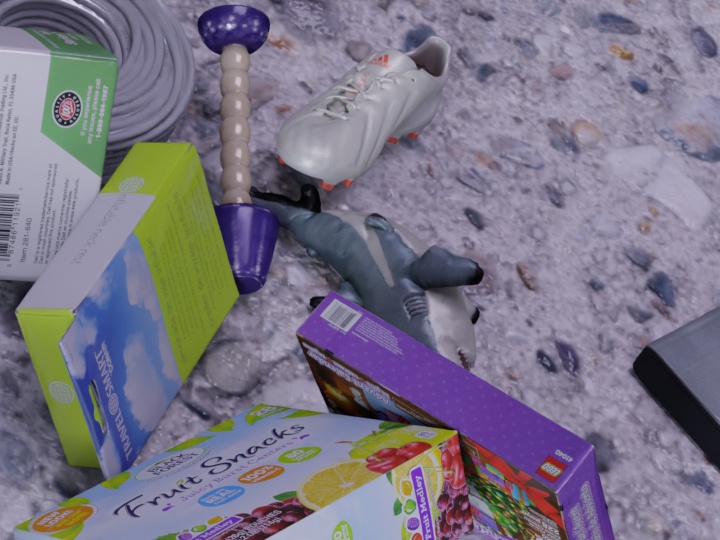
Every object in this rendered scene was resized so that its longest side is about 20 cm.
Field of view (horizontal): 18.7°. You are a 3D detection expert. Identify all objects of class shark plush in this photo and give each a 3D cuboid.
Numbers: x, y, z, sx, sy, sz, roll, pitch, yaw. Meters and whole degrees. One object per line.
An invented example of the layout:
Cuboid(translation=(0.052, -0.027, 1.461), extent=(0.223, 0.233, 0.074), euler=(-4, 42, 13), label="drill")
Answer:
Cuboid(translation=(0.000, 0.000, 1.466), extent=(0.200, 0.091, 0.083), euler=(39, 74, 2), label="shark plush")

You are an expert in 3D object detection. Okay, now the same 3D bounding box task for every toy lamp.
Cuboid(translation=(-0.083, -0.081, 1.473), extent=(0.058, 0.058, 0.201), euler=(8, 66, -22), label="toy lamp")

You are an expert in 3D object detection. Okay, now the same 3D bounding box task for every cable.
Cuboid(translation=(-0.212, -0.145, 1.479), extent=(0.200, 0.069, 0.200), euler=(42, 45, 10), label="cable")

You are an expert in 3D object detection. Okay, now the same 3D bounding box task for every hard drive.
Cuboid(translation=(0.307, 0.079, 1.579), extent=(0.200, 0.033, 0.140), euler=(-24, 65, -41), label="hard drive")

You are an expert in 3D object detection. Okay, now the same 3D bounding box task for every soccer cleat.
Cuboid(translation=(0.003, -0.117, 1.534), extent=(0.069, 0.078, 0.200), euler=(32, 29, 15), label="soccer cleat")

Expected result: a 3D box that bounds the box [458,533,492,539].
Cuboid(translation=(0.035, 0.190, 1.326), extent=(0.199, 0.039, 0.042), euler=(-3, 51, -31), label="box")

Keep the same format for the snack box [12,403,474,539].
Cuboid(translation=(-0.065, 0.145, 1.227), extent=(0.200, 0.168, 0.068), euler=(-23, 109, -41), label="snack box")

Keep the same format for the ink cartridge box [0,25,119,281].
Cuboid(translation=(-0.261, -0.076, 1.322), extent=(0.199, 0.145, 0.084), euler=(4, 16, -26), label="ink cartridge box")

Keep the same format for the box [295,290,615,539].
Cuboid(translation=(0.059, 0.105, 1.302), extent=(0.200, 0.137, 0.039), euler=(30, 67, 31), label="box")

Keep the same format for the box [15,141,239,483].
Cuboid(translation=(-0.142, 0.026, 1.323), extent=(0.048, 0.122, 0.200), euler=(2, 37, 23), label="box")
